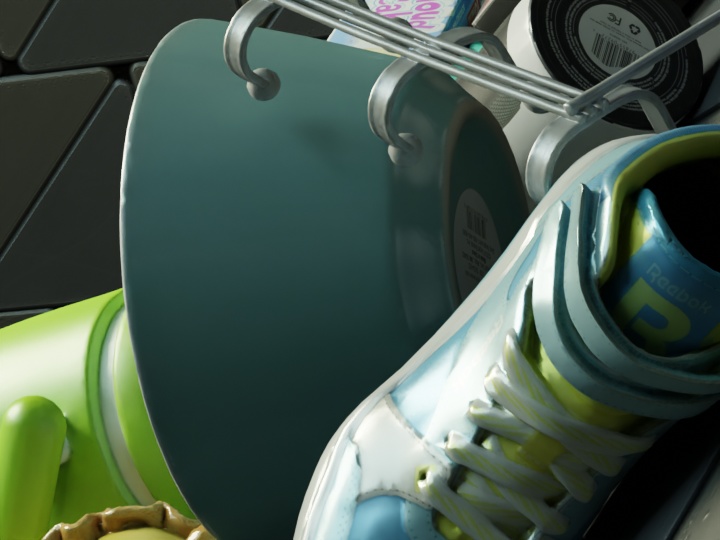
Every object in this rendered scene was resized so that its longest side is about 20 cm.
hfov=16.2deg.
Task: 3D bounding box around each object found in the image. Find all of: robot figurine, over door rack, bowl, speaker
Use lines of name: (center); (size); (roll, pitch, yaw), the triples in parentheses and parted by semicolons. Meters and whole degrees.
robot figurine: (-0.105, 0.070, 1.060); (0.200, 0.116, 0.175); (-18, -6, 28)
over door rack: (0.074, -0.095, 0.854); (0.200, 0.148, 0.067); (-42, -41, -28)
bowl: (0.000, 0.000, 0.924); (0.105, 0.201, 0.201); (-8, 27, 20)
speaker: (0.060, -0.043, 1.061); (0.200, 0.081, 0.081); (-48, 10, 52)

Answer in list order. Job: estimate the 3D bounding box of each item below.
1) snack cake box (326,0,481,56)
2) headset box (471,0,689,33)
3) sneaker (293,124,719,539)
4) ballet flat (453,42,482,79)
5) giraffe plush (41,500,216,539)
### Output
snack cake box: (0.020, -0.064, 1.296); (0.200, 0.067, 0.115); (-66, -33, -59)
headset box: (0.139, -0.182, 1.195); (0.149, 0.077, 0.200); (-51, 8, 39)
sneaker: (0.051, 0.038, 0.686); (0.200, 0.080, 0.131); (-58, 5, -11)
ballet flat: (0.082, -0.095, 1.261); (0.070, 0.067, 0.200); (-37, 16, 27)
giraffe plush: (-0.101, 0.162, 0.955); (0.162, 0.200, 0.173); (-29, 23, 0)
